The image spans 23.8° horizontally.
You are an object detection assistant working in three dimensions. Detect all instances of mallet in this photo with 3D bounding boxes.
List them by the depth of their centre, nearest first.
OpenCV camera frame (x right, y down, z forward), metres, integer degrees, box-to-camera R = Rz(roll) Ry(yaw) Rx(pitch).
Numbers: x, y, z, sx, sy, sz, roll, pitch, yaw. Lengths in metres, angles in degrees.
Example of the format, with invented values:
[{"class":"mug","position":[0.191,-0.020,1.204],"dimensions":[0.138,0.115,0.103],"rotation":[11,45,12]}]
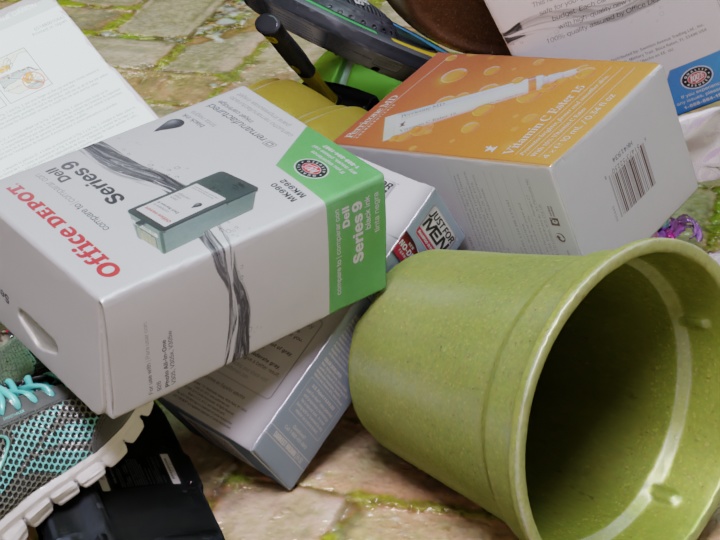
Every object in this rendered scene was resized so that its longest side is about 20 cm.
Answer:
[{"class":"mallet","position":[-0.048,-0.149,1.283],"dimensions":[0.065,0.042,0.200],"rotation":[14,-11,26]}]

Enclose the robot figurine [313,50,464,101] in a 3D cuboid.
[{"class":"robot figurine","position":[0.037,-0.131,1.432],"dimensions":[0.198,0.117,0.176],"rotation":[12,38,20]}]

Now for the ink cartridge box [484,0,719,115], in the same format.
[{"class":"ink cartridge box","position":[0.166,-0.195,1.169],"dimensions":[0.143,0.201,0.085],"rotation":[-19,41,16]}]

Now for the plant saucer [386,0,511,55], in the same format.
[{"class":"plant saucer","position":[0.100,-0.220,1.246],"dimensions":[0.198,0.201,0.037],"rotation":[4,52,5]}]

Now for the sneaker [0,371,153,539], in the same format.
[{"class":"sneaker","position":[-0.197,0.092,0.963],"dimensions":[0.077,0.092,0.200],"rotation":[12,50,43]}]

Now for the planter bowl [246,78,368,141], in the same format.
[{"class":"planter bowl","position":[-0.075,-0.082,1.245],"dimensions":[0.200,0.200,0.084],"rotation":[-27,81,-41]}]

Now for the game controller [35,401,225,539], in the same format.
[{"class":"game controller","position":[-0.148,0.131,1.025],"dimensions":[0.103,0.042,0.200],"rotation":[5,25,-25]}]

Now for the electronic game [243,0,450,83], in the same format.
[{"class":"electronic game","position":[-0.008,-0.191,1.314],"dimensions":[0.198,0.042,0.200],"rotation":[24,13,-6]}]

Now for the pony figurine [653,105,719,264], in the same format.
[{"class":"pony figurine","position":[0.192,-0.031,1.239],"dimensions":[0.191,0.168,0.200],"rotation":[-12,14,-10]}]

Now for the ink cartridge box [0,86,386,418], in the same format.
[{"class":"ink cartridge box","position":[-0.104,-0.017,0.994],"dimensions":[0.199,0.085,0.146],"rotation":[-26,42,-32]}]

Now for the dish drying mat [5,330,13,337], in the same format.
[{"class":"dish drying mat","position":[-0.237,0.006,1.164],"dimensions":[0.199,0.077,0.018],"rotation":[-34,20,-29]}]

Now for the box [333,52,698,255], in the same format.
[{"class":"box","position":[0.100,-0.070,1.130],"dimensions":[0.199,0.098,0.124],"rotation":[10,42,46]}]

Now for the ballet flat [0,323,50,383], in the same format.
[{"class":"ballet flat","position":[-0.258,0.074,1.076],"dimensions":[0.074,0.075,0.200],"rotation":[15,24,25]}]

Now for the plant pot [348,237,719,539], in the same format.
[{"class":"plant pot","position":[0.098,0.066,1.008],"dimensions":[0.199,0.202,0.183],"rotation":[-21,23,-36]}]

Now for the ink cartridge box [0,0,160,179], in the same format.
[{"class":"ink cartridge box","position":[-0.250,-0.088,1.168],"dimensions":[0.199,0.045,0.176],"rotation":[-29,63,-27]}]

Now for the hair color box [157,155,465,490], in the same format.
[{"class":"hair color box","position":[-0.032,0.026,1.080],"dimensions":[0.099,0.061,0.201],"rotation":[25,73,37]}]
